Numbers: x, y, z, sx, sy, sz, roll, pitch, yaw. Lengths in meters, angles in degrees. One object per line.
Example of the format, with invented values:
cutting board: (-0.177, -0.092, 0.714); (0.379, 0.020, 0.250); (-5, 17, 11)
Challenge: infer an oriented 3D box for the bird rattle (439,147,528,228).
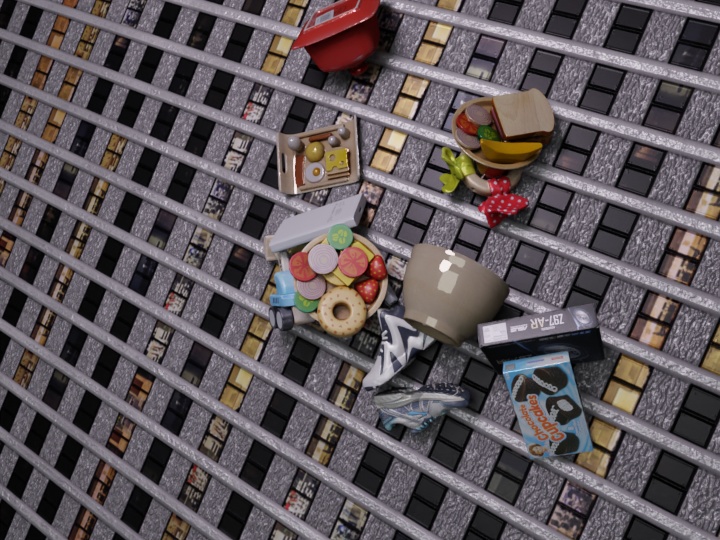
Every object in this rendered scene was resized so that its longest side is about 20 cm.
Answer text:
bird rattle: (0.253, -0.194, 1.229); (0.199, 0.113, 0.164); (32, 79, 19)

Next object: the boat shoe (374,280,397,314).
boat shoe: (0.000, 0.000, 1.319); (0.068, 0.072, 0.201); (-35, 79, 12)

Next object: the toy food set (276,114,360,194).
toy food set: (-0.094, -0.259, 1.394); (0.198, 0.060, 0.145); (-8, 80, 21)

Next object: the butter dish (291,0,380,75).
butter dish: (-0.028, -0.499, 1.364); (0.198, 0.149, 0.201); (-14, 36, 19)

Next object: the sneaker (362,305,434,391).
sneaker: (0.056, 0.140, 1.261); (0.199, 0.079, 0.130); (-43, 76, 11)

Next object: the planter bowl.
planter bowl: (0.160, 0.058, 1.159); (0.199, 0.200, 0.136); (22, 78, 23)

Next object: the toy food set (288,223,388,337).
toy food set: (-0.043, 0.016, 1.243); (0.198, 0.049, 0.200); (40, 80, 3)

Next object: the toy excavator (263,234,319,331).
toy excavator: (-0.155, 0.019, 1.345); (0.099, 0.194, 0.202); (-7, 92, -23)

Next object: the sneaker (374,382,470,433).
sneaker: (0.127, 0.275, 1.235); (0.198, 0.077, 0.087); (-10, 91, 27)

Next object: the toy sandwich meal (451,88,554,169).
toy sandwich meal: (0.277, -0.281, 1.203); (0.203, 0.070, 0.207); (3, 59, -5)

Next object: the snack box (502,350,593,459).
snack box: (0.335, 0.243, 1.109); (0.115, 0.037, 0.202); (-14, 113, 20)

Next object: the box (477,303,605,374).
box: (0.324, 0.127, 1.110); (0.198, 0.160, 0.044); (-12, 59, 19)

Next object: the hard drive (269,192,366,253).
hard drive: (-0.090, -0.103, 1.342); (0.198, 0.132, 0.026); (-17, 116, 19)
